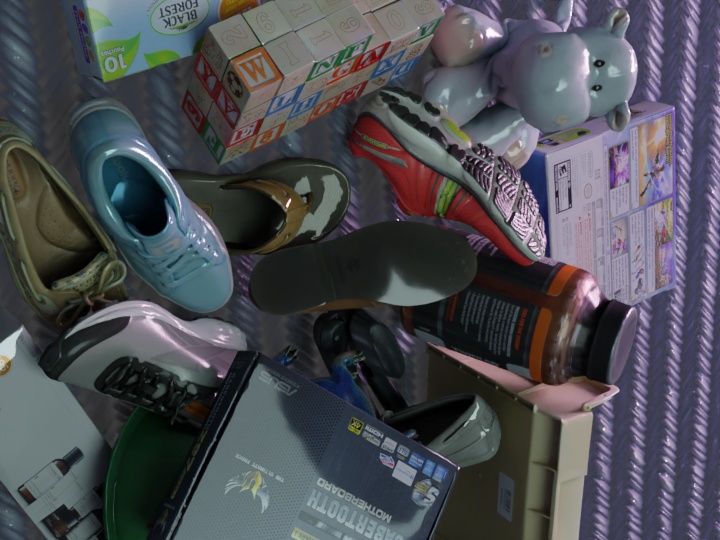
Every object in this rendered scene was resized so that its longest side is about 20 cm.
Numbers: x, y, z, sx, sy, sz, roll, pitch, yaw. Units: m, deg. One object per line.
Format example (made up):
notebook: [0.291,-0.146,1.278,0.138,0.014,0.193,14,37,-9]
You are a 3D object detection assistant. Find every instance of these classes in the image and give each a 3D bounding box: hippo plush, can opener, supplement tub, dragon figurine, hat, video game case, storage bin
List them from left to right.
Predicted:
hat: [-0.079,0.190,0.966,0.201,0.173,0.167,63,37,-51]
dragon figurine: [-0.042,0.121,1.017,0.197,0.101,0.059,4,144,-14]
can opener: [0.007,0.106,1.117,0.063,0.079,0.201,-34,135,-15]
storage bin: [0.146,0.182,1.158,0.093,0.198,0.203,-8,110,-31]
supplement tub: [0.140,0.036,1.091,0.107,0.198,0.108,-45,145,-44]
hippo plush: [0.166,-0.153,1.085,0.198,0.160,0.162,-14,113,-33]
video game case: [0.245,-0.052,1.254,0.179,0.045,0.203,-20,117,-30]

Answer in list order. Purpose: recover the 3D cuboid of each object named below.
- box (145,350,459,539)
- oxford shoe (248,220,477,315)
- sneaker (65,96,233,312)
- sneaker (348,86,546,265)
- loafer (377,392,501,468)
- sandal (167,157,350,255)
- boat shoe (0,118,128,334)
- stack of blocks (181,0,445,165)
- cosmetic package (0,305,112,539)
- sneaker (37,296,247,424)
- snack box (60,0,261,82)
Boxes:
box: [-0.039,0.176,0.933,0.199,0.051,0.159,32,75,-20]
oxford shoe: [0.000,0.000,1.044,0.197,0.071,0.073,-5,84,-12]
sneaker: [-0.151,-0.028,0.902,0.073,0.082,0.201,-32,127,3]
sneaker: [0.074,-0.071,1.060,0.200,0.085,0.077,41,34,-1]
loafer: [0.025,0.153,1.090,0.197,0.070,0.070,-21,131,10]
sandal: [-0.088,-0.049,0.994,0.198,0.054,0.083,0,104,-36]
boat shoe: [-0.222,-0.015,0.897,0.073,0.062,0.201,-42,126,-19]
stack of blocks: [-0.032,-0.169,0.953,0.199,0.115,0.059,-30,80,-27]
cosmetic package: [-0.243,0.132,0.938,0.082,0.050,0.201,-41,126,-20]
sneaker: [-0.150,0.075,0.927,0.074,0.080,0.199,-42,148,27]
snack box: [-0.153,-0.254,0.878,0.141,0.053,0.203,-23,118,-29]
